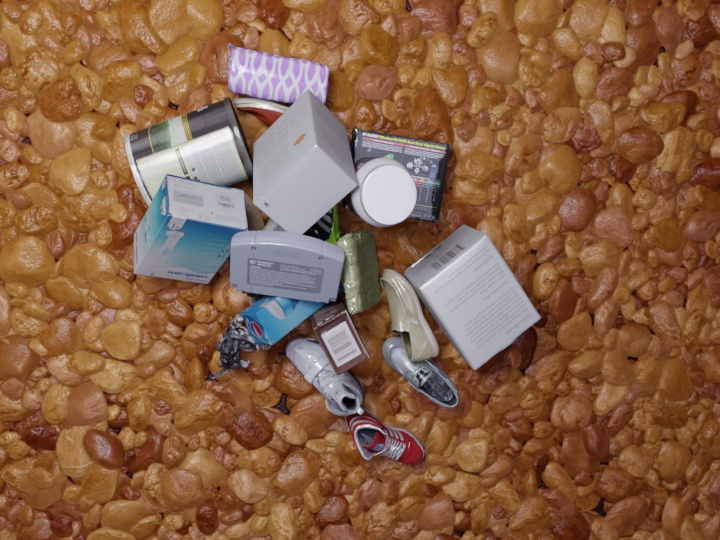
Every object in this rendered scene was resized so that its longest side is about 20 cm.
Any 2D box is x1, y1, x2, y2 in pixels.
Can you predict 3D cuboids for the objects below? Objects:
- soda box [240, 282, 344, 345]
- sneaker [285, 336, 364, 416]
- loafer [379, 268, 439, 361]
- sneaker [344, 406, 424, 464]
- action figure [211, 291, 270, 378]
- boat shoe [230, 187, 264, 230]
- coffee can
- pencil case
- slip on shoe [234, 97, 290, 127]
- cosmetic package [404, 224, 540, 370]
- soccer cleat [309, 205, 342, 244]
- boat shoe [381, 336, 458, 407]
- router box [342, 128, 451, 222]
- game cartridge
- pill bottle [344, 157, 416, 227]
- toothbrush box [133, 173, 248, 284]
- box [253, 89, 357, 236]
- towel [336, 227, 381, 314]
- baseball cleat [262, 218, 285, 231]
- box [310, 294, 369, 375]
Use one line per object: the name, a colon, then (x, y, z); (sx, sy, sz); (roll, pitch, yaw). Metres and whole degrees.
soda box: (-0.125, 0.057, 1.229); (0.199, 0.063, 0.069); (-38, 111, -36)
sneaker: (-0.065, 0.213, 1.298); (0.199, 0.115, 0.076); (41, 92, -12)
loafer: (0.088, 0.094, 1.304); (0.067, 0.076, 0.204); (-28, 88, -19)
sneaker: (0.056, 0.359, 1.342); (0.197, 0.113, 0.072); (32, 95, -12)
action figure: (-0.217, 0.124, 1.264); (0.100, 0.119, 0.205); (23, 90, -6)
boat shoe: (-0.212, -0.062, 1.254); (0.072, 0.064, 0.203); (-43, 110, -33)
coffee can: (-0.302, -0.206, 1.175); (0.195, 0.146, 0.150); (-21, 102, -4)
pencil case: (-0.152, -0.354, 1.204); (0.194, 0.085, 0.087); (9, 94, -9)
slip on shoe: (-0.145, -0.277, 1.228); (0.195, 0.074, 0.063); (18, 100, -16)
cosmetic package: (0.214, 0.048, 1.285); (0.166, 0.166, 0.202); (-36, 102, 0)
soccer cleat: (-0.078, -0.119, 1.268); (0.078, 0.068, 0.207); (-3, 101, 5)
boat shoe: (0.129, 0.212, 1.349); (0.199, 0.072, 0.071); (39, 93, -12)
router box: (0.069, -0.185, 1.276); (0.194, 0.062, 0.155); (8, 100, -9)
game cartridge: (-0.128, -0.008, 1.133); (0.194, 0.041, 0.135); (8, 140, -6)
pill bottle: (0.033, -0.139, 1.144); (0.112, 0.200, 0.120); (-1, 100, -7)
toothbrush box: (-0.304, -0.066, 1.153); (0.143, 0.200, 0.087); (8, 56, -32)
box: (-0.101, -0.187, 1.133); (0.151, 0.203, 0.106); (-37, 126, 21)
towel: (0.000, 0.000, 1.234); (0.035, 0.200, 0.153); (-7, 96, 14)
baseball cleat: (-0.142, -0.059, 1.232); (0.201, 0.069, 0.107); (-52, 121, -17)
box: (-0.045, 0.112, 1.241); (0.074, 0.200, 0.102); (-28, 103, -4)
